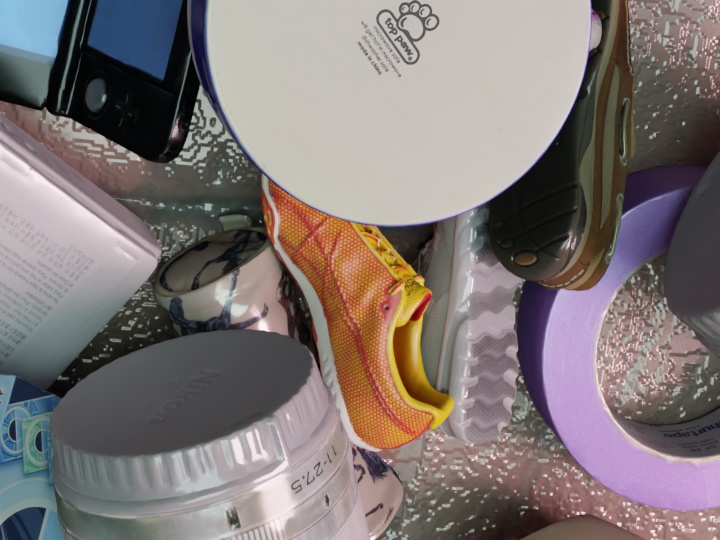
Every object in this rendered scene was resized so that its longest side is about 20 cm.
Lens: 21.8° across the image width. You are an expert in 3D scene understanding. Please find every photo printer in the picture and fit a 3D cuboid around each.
[{"bbox_3d":[-0.232,0.015,1.035,0.200,0.070,0.166,-48,128,6],"label":"photo printer"}]

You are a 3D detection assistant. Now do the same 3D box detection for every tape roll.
[{"bbox_3d":[0.198,0.041,1.137,0.198,0.066,0.202,-2,104,-8],"label":"tape roll"}]

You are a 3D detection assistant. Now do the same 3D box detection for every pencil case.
[{"bbox_3d":[-0.047,0.069,1.098,0.077,0.090,0.201,-19,108,25],"label":"pencil case"}]

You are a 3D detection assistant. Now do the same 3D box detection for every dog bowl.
[{"bbox_3d":[0.014,-0.126,0.944,0.198,0.079,0.202,-2,105,-10],"label":"dog bowl"}]

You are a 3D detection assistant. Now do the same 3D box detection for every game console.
[{"bbox_3d":[-0.161,-0.179,1.001,0.116,0.175,0.202,5,105,-40],"label":"game console"}]

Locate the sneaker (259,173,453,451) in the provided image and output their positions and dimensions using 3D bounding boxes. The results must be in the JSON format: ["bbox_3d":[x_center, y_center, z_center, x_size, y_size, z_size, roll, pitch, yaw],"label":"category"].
[{"bbox_3d":[0.000,0.000,1.061,0.077,0.073,0.202,-22,91,24],"label":"sneaker"}]

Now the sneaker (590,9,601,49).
[{"bbox_3d":[0.038,-0.125,1.056,0.198,0.075,0.101,5,111,15],"label":"sneaker"}]

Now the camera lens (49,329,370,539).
[{"bbox_3d":[-0.073,0.153,1.002,0.158,0.160,0.202,-15,111,-5],"label":"camera lens"}]

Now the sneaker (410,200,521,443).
[{"bbox_3d":[0.051,-0.003,1.097,0.074,0.081,0.202,15,83,-50],"label":"sneaker"}]

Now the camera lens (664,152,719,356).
[{"bbox_3d":[0.288,0.012,1.020,0.199,0.160,0.161,31,97,-16],"label":"camera lens"}]

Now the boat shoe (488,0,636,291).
[{"bbox_3d":[0.122,-0.083,1.074,0.074,0.075,0.202,27,69,-47],"label":"boat shoe"}]

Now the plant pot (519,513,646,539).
[{"bbox_3d":[0.129,0.229,1.125,0.199,0.200,0.135,-28,71,-2],"label":"plant pot"}]

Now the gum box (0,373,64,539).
[{"bbox_3d":[-0.177,0.177,1.029,0.170,0.044,0.202,34,65,-53],"label":"gum box"}]
